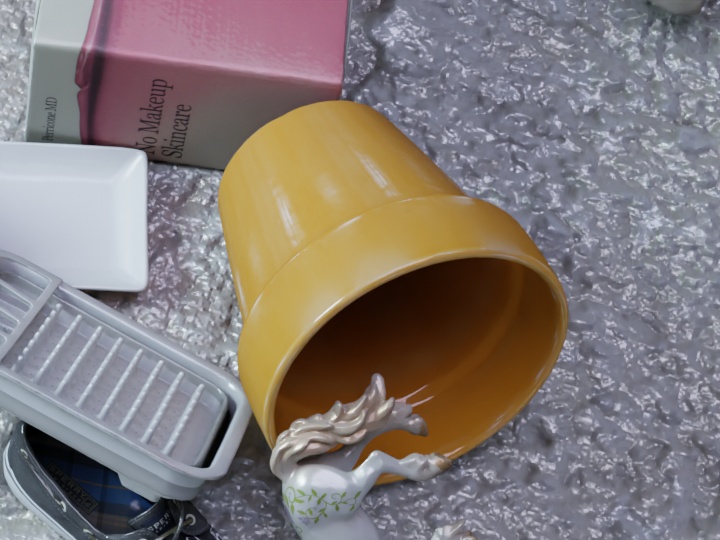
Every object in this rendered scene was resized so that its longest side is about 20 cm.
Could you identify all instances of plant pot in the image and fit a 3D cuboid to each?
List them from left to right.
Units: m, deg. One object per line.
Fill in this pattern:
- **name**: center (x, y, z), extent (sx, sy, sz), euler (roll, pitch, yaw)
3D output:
- **plant pot**: center (0.000, 0.000, 1.633), extent (0.200, 0.200, 0.183), euler (-15, 50, -18)

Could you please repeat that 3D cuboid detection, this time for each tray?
- **tray**: center (-0.236, -0.032, 1.691), extent (0.200, 0.022, 0.108), euler (2, 60, -9)

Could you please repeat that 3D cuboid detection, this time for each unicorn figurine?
- **unicorn figurine**: center (0.001, 0.172, 1.579), extent (0.137, 0.074, 0.200), euler (-25, 95, -13)

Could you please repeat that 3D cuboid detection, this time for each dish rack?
- **dish rack**: center (-0.167, 0.068, 1.588), extent (0.200, 0.044, 0.172), euler (28, 17, -2)

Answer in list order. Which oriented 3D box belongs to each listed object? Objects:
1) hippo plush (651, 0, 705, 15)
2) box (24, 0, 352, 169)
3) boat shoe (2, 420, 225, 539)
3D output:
- **hippo plush**: center (0.202, -0.295, 1.840), extent (0.161, 0.159, 0.200), euler (25, 60, 3)
- **box**: center (-0.112, -0.144, 1.715), extent (0.200, 0.128, 0.109), euler (7, 61, -6)
- **boat shoe**: center (-0.131, 0.151, 1.583), extent (0.200, 0.066, 0.070), euler (40, 62, 12)
